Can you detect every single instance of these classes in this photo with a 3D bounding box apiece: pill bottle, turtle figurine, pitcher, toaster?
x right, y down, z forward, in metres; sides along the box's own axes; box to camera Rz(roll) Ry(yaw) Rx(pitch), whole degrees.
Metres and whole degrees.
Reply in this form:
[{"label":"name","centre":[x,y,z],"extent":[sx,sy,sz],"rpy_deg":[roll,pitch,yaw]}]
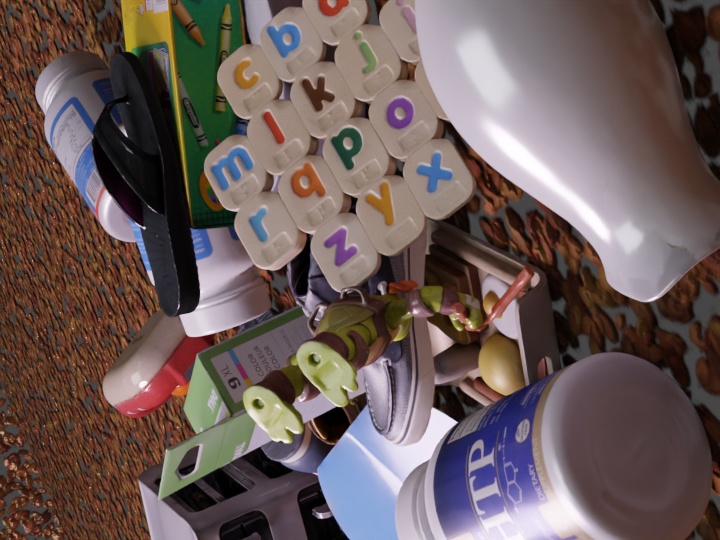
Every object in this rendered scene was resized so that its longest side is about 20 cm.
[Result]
[{"label":"pill bottle","centre":[0.110,0.135,1.054],"extent":[0.200,0.119,0.120],"rpy_deg":[-35,78,53]},{"label":"pill bottle","centre":[-0.252,-0.132,1.730],"extent":[0.200,0.112,0.113],"rpy_deg":[54,155,34]},{"label":"pill bottle","centre":[-0.152,-0.048,1.550],"extent":[0.112,0.112,0.201],"rpy_deg":[3,112,67]},{"label":"turtle figurine","centre":[0.003,0.041,1.073],"extent":[0.199,0.161,0.065],"rpy_deg":[-22,97,30]},{"label":"pitcher","centre":[0.115,-0.083,0.921],"extent":[0.200,0.121,0.172],"rpy_deg":[55,173,2]},{"label":"toaster","centre":[-0.100,0.238,1.638],"extent":[0.200,0.180,0.119],"rpy_deg":[24,129,59]}]

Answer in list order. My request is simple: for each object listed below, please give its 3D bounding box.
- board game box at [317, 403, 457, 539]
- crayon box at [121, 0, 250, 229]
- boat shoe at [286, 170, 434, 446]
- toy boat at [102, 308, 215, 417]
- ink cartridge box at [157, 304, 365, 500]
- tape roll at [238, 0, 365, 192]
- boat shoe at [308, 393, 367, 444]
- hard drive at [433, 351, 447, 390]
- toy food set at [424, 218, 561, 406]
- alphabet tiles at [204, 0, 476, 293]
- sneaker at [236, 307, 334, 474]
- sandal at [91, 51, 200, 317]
[{"label":"board game box","centre":[0.055,0.171,1.351],"extent":[0.158,0.039,0.200],"rpy_deg":[42,136,7]},{"label":"crayon box","centre":[-0.128,-0.134,1.269],"extent":[0.119,0.058,0.201],"rpy_deg":[-171,74,-66]},{"label":"boat shoe","centre":[-0.005,0.034,1.197],"extent":[0.075,0.092,0.201],"rpy_deg":[24,121,61]},{"label":"toy boat","centre":[-0.193,0.116,1.852],"extent":[0.131,0.131,0.200],"rpy_deg":[40,161,-9]},{"label":"ink cartridge box","centre":[-0.075,0.087,1.280],"extent":[0.059,0.199,0.104],"rpy_deg":[56,156,17]},{"label":"tape roll","centre":[-0.066,-0.144,1.278],"extent":[0.200,0.066,0.202],"rpy_deg":[173,90,-67]},{"label":"boat shoe","centre":[-0.017,0.109,1.461],"extent":[0.200,0.067,0.072],"rpy_deg":[37,143,53]},{"label":"hard drive","centre":[0.000,0.000,1.349],"extent":[0.135,0.042,0.201],"rpy_deg":[7,117,66]},{"label":"toy food set","centre":[0.075,0.054,1.198],"extent":[0.200,0.060,0.144],"rpy_deg":[31,138,57]},{"label":"alphabet tiles","centre":[-0.011,-0.093,1.129],"extent":[0.196,0.200,0.015],"rpy_deg":[59,-161,23]},{"label":"sneaker","centre":[-0.064,0.116,1.587],"extent":[0.070,0.082,0.200],"rpy_deg":[-45,38,22]},{"label":"sandal","centre":[-0.160,-0.064,1.231],"extent":[0.075,0.048,0.202],"rpy_deg":[143,114,-64]}]
